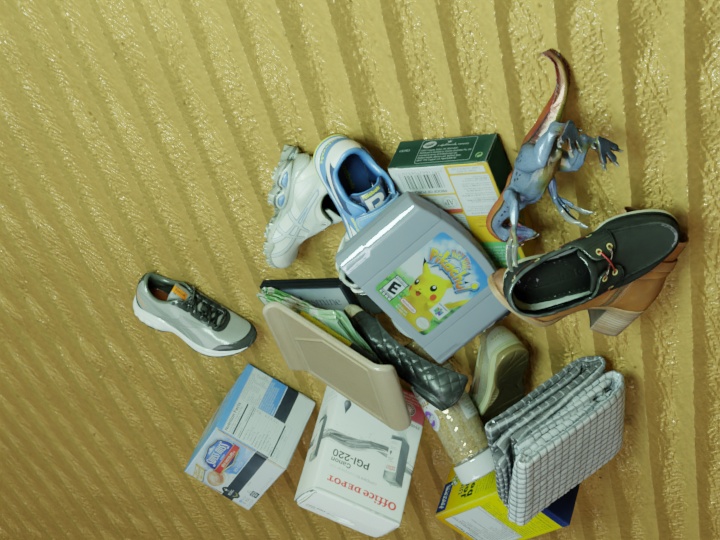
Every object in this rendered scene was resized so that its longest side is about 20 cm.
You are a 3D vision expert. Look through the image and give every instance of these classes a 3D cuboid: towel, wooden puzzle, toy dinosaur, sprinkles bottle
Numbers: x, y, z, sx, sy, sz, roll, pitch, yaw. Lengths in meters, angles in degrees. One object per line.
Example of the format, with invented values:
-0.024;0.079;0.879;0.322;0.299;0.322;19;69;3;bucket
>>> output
-0.047;0.090;1.537;0.199;0.023;0.153;14;148;53;towel
0.253;0.220;1.474;0.086;0.199;0.167;44;158;35;towel
-0.026;0.123;1.490;0.198;0.037;0.186;26;157;24;wooden puzzle
0.191;-0.100;1.200;0.104;0.204;0.181;1;165;-32;toy dinosaur
0.119;0.186;1.531;0.068;0.068;0.202;-37;79;50;sprinkles bottle

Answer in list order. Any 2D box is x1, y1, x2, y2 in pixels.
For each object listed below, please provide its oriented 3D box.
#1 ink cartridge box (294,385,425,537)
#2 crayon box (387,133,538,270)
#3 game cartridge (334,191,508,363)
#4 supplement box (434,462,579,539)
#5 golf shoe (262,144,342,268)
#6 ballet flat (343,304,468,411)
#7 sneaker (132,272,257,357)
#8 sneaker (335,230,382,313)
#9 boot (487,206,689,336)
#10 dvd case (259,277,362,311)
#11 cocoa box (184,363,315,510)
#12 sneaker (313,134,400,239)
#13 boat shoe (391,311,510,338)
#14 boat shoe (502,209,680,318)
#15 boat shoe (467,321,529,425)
0.003;0.261;1.637;0.144;0.203;0.085;24;150;-14;ink cartridge box
0.126;-0.064;1.316;0.124;0.052;0.201;-1;135;30;crayon box
0.082;0.008;1.302;0.133;0.041;0.200;-41;118;11;game cartridge
0.221;0.327;1.686;0.108;0.110;0.199;37;141;-15;supplement box
-0.068;-0.062;1.415;0.096;0.079;0.201;16;144;2;golf shoe
0.056;0.108;1.491;0.199;0.057;0.067;39;169;20;ballet flat
-0.246;0.065;1.670;0.197;0.074;0.080;21;138;6;sneaker
0.000;0.000;1.431;0.073;0.089;0.202;19;143;20;sneaker
0.253;-0.009;1.259;0.197;0.074;0.156;10;132;-23;boot
-0.043;0.085;1.621;0.141;0.018;0.201;-1;135;32;dvd case
-0.181;0.270;1.827;0.130;0.134;0.200;30;143;-6;cocoa box
0.016;-0.065;1.305;0.201;0.074;0.082;55;168;-12;sneaker
0.115;0.051;1.451;0.199;0.056;0.070;-2;97;53;boat shoe
0.247;-0.004;1.196;0.199;0.063;0.075;-21;103;9;boat shoe
0.181;0.144;1.535;0.064;0.072;0.202;57;163;32;boat shoe
